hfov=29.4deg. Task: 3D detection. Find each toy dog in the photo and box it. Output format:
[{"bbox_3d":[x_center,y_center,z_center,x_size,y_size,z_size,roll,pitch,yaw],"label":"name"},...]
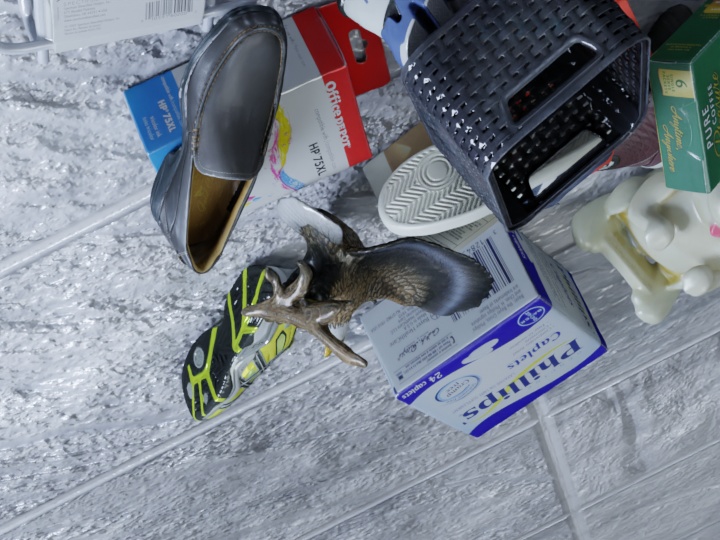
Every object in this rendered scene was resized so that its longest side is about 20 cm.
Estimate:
[{"bbox_3d":[0.337,-0.054,1.318,0.193,0.140,0.200,-35,-177,-28],"label":"toy dog"}]

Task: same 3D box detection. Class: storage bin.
[{"bbox_3d":[0.117,-0.120,0.943,0.135,0.094,0.200,-40,166,1],"label":"storage bin"}]

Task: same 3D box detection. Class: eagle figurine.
[{"bbox_3d":[-0.003,0.005,1.149,0.199,0.152,0.151,-27,171,-46],"label":"eagle figurine"}]

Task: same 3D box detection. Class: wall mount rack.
[{"bbox_3d":[-0.151,-0.210,0.844,0.198,0.075,0.174,-15,151,-19],"label":"wall mount rack"}]

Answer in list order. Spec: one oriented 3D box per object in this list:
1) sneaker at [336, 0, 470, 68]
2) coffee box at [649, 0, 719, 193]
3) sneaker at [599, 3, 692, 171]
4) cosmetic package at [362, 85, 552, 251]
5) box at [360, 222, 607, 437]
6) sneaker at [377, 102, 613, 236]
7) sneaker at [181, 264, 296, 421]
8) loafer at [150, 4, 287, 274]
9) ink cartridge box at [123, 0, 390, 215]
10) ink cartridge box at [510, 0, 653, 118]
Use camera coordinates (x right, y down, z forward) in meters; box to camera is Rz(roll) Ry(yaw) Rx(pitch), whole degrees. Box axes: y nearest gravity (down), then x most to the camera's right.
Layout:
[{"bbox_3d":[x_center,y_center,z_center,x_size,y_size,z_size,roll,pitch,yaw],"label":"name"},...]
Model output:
[{"bbox_3d":[0.045,-0.240,0.931,0.200,0.115,0.081,-56,154,-8],"label":"sneaker"},{"bbox_3d":[0.307,-0.167,1.138,0.200,0.044,0.124,-45,132,-35],"label":"coffee box"},{"bbox_3d":[0.235,-0.145,1.220,0.114,0.076,0.201,-16,148,-11],"label":"sneaker"},{"bbox_3d":[0.112,-0.106,1.186,0.199,0.071,0.105,-37,146,17],"label":"cosmetic package"},{"bbox_3d":[0.132,0.065,1.425,0.183,0.106,0.200,-35,148,16],"label":"box"},{"bbox_3d":[0.113,-0.069,1.088,0.198,0.076,0.085,-21,153,7],"label":"sneaker"},{"bbox_3d":[-0.104,0.076,1.295,0.076,0.076,0.200,3,140,-39],"label":"sneaker"},{"bbox_3d":[-0.089,-0.086,0.942,0.072,0.073,0.201,-2,134,-27],"label":"loafer"},{"bbox_3d":[-0.064,-0.118,1.040,0.198,0.068,0.117,-24,147,-3],"label":"ink cartridge box"},{"bbox_3d":[0.127,-0.184,1.037,0.161,0.050,0.201,-30,123,7],"label":"ink cartridge box"}]
